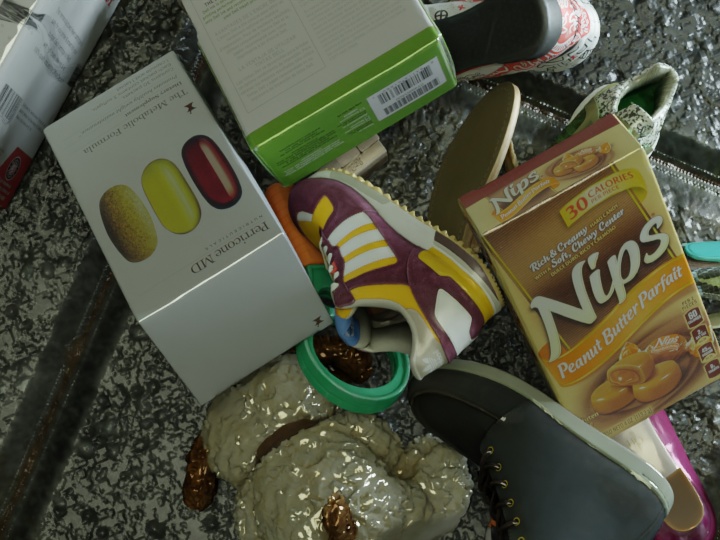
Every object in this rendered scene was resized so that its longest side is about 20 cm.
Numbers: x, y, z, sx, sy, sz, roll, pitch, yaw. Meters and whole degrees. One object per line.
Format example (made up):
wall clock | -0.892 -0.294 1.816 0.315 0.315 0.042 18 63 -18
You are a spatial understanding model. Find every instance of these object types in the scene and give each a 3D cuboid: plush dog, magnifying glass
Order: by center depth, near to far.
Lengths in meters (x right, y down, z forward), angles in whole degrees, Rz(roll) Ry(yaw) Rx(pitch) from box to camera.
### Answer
plush dog | -0.044 0.137 1.026 0.199 0.161 0.172 -39 61 -3
magnifying glass | -0.025 0.016 1.043 0.079 0.023 0.201 -2 48 -31

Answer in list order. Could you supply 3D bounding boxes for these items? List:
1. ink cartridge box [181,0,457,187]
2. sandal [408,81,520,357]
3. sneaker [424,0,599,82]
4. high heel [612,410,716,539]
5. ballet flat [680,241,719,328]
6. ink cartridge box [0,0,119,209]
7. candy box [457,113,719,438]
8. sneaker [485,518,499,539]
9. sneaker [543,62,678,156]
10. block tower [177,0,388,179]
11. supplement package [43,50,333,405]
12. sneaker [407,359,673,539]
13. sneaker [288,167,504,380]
ink cartridge box | -0.043 -0.187 1.028 0.147 0.076 0.201 -29 69 4
sandal | 0.088 -0.026 1.079 0.069 0.077 0.214 27 80 -25
sneaker | 0.077 -0.166 1.087 0.200 0.107 0.068 -6 91 36
high heel | 0.199 0.114 1.073 0.067 0.096 0.201 -31 63 0
ballet flat | 0.224 0.010 1.069 0.197 0.074 0.075 5 83 5
ink cartridge box | -0.257 -0.161 1.050 0.082 0.147 0.202 27 83 6
candy box | 0.155 0.012 0.964 0.115 0.055 0.201 -29 124 1
sneaker | 0.153 0.251 1.015 0.077 0.112 0.201 -37 84 -3
sneaker | 0.165 -0.082 1.026 0.077 0.089 0.201 35 55 -1
block tower | -0.055 -0.139 1.091 0.058 0.054 0.201 -37 85 -3
supplement package | -0.119 -0.031 1.008 0.113 0.110 0.201 -32 52 -3
sneaker | 0.096 0.138 0.971 0.199 0.075 0.106 26 57 25
sneaker | 0.000 0.000 0.987 0.090 0.075 0.199 -44 44 -18
